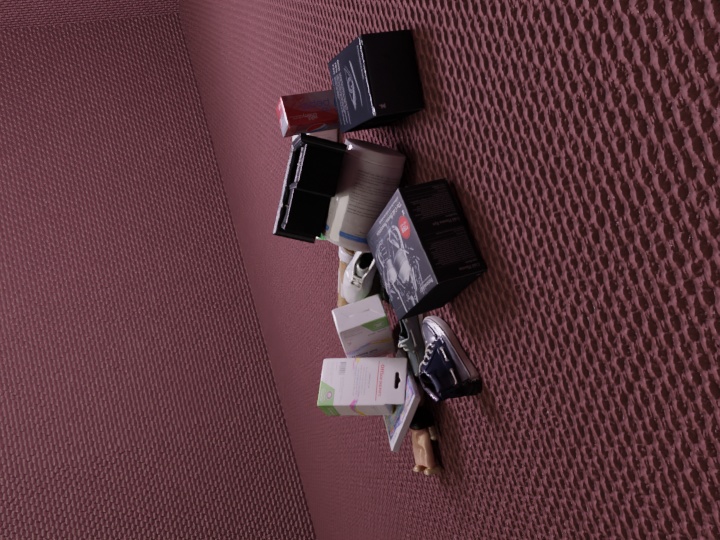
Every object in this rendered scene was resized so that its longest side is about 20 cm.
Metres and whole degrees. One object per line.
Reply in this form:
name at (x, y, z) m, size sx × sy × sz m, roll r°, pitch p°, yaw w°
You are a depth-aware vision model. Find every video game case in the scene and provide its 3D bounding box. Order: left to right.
video game case at (0.085, 0.286, 1.506) m, size 0.200 × 0.018 × 0.144 m, roll -107°, pitch 34°, yaw -66°

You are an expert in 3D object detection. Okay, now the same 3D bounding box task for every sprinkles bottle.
sprinkles bottle at (-0.024, 0.016, 1.729) m, size 0.068 × 0.068 × 0.201 m, roll -122°, pitch 26°, yaw -43°

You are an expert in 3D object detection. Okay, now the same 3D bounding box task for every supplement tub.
supplement tub at (0.005, -0.150, 1.354) m, size 0.132 × 0.131 × 0.202 m, roll 45°, pitch 123°, yaw 57°

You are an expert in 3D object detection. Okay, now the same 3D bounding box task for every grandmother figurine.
grandmother figurine at (0.133, 0.352, 1.525) m, size 0.121 × 0.060 × 0.202 m, roll -4°, pitch 96°, yaw 43°

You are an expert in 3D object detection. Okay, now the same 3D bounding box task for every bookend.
bookend at (-0.104, -0.153, 1.325) m, size 0.199 × 0.091 × 0.202 m, roll -146°, pitch 68°, yaw -78°

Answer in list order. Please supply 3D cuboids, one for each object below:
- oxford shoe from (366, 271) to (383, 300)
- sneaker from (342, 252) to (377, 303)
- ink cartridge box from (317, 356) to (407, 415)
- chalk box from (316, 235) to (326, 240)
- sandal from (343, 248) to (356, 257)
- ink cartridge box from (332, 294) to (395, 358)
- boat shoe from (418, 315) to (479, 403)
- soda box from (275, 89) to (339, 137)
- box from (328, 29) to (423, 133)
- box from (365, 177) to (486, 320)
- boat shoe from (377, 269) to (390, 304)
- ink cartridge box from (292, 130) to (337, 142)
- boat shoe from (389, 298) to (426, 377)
oxford shoe at (0.022, 0.000, 1.562) m, size 0.073 × 0.084 × 0.201 m, roll -122°, pitch 28°, yaw -47°
sneaker at (0.000, 0.000, 1.493) m, size 0.080 × 0.070 × 0.201 m, roll -58°, pitch -9°, yaw -57°
ink cartridge box at (0.013, 0.260, 1.509) m, size 0.067 × 0.198 × 0.118 m, roll 62°, pitch -150°, yaw -53°
chalk box at (-0.062, -0.168, 1.501) m, size 0.124 × 0.124 × 0.202 m, roll 6°, pitch 94°, yaw 36°
sandal at (-0.020, -0.088, 1.647) m, size 0.200 × 0.080 × 0.054 m, roll 56°, pitch 170°, yaw 53°
ink cartridge box at (0.013, 0.153, 1.565) m, size 0.201 × 0.116 × 0.068 m, roll 74°, pitch 176°, yaw -53°
boat shoe at (0.144, 0.168, 1.303) m, size 0.200 × 0.092 × 0.075 m, roll -124°, pitch 28°, yaw -47°
soda box at (-0.074, -0.340, 1.432) m, size 0.063 × 0.198 × 0.071 m, roll 149°, pitch 106°, yaw -69°
box at (0.025, -0.354, 1.286) m, size 0.200 × 0.103 × 0.149 m, roll -171°, pitch 70°, yaw -69°
box at (0.111, -0.034, 1.225) m, size 0.183 × 0.103 × 0.200 m, roll 68°, pitch 156°, yaw 16°
boat shoe at (0.069, 0.014, 1.469) m, size 0.200 × 0.062 × 0.075 m, roll 108°, pitch 142°, yaw -59°
ink cartridge box at (-0.120, -0.320, 1.760) m, size 0.146 × 0.084 × 0.201 m, roll -124°, pitch 26°, yaw -47°
boat shoe at (0.102, 0.140, 1.454) m, size 0.073 × 0.061 × 0.202 m, roll -156°, pitch 55°, yaw -65°
